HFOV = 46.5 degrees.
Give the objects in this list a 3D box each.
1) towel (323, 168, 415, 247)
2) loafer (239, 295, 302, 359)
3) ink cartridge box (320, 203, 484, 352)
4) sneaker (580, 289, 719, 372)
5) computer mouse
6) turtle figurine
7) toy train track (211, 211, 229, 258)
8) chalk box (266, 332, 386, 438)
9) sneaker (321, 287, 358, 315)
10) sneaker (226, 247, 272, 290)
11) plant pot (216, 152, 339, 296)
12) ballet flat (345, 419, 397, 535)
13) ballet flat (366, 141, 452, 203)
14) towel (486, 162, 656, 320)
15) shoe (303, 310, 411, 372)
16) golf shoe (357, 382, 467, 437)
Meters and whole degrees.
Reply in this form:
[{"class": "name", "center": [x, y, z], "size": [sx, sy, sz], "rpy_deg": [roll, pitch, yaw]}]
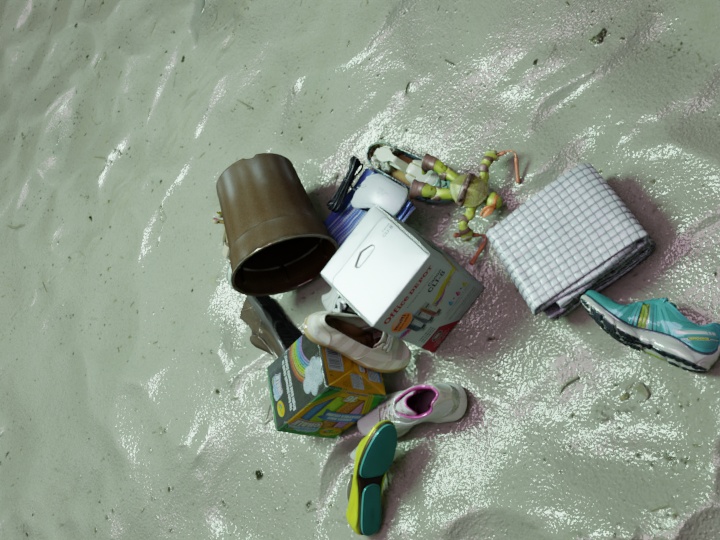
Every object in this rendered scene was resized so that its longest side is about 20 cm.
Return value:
[{"class": "towel", "center": [0.008, -0.097, 1.470], "size": [0.145, 0.024, 0.200], "rpy_deg": [-49, 31, 5]}, {"class": "loafer", "center": [-0.161, 0.122, 1.541], "size": [0.071, 0.073, 0.200], "rpy_deg": [-55, 48, 19]}, {"class": "ink cartridge box", "center": [0.069, 0.016, 1.332], "size": [0.146, 0.200, 0.145], "rpy_deg": [-52, 54, 8]}, {"class": "sneaker", "center": [0.406, 0.073, 1.174], "size": [0.199, 0.078, 0.080], "rpy_deg": [25, 80, 28]}, {"class": "computer mouse", "center": [0.011, -0.141, 1.452], "size": [0.110, 0.044, 0.200], "rpy_deg": [-58, 33, -7]}, {"class": "turtle figurine", "center": [0.164, -0.122, 1.373], "size": [0.161, 0.064, 0.201], "rpy_deg": [20, 90, 17]}, {"class": "toy train track", "center": [-0.270, -0.084, 1.643], "size": [0.200, 0.032, 0.115], "rpy_deg": [-109, 33, -57]}, {"class": "chalk box", "center": [-0.071, 0.196, 1.391], "size": [0.200, 0.123, 0.125], "rpy_deg": [-43, 46, 38]}, {"class": "sneaker", "center": [0.000, 0.000, 1.468], "size": [0.200, 0.075, 0.081], "rpy_deg": [-55, 45, 6]}, {"class": "sneaker", "center": [-0.193, -0.055, 1.623], "size": [0.085, 0.077, 0.201], "rpy_deg": [5, 84, 25]}, {"class": "plant pot", "center": [-0.162, -0.089, 1.503], "size": [0.200, 0.200, 0.199], "rpy_deg": [-31, 64, 22]}, {"class": "ballet flat", "center": [0.008, 0.323, 1.333], "size": [0.067, 0.067, 0.201], "rpy_deg": [26, 111, 53]}, {"class": "ballet flat", "center": [0.084, -0.175, 1.468], "size": [0.199, 0.074, 0.075], "rpy_deg": [27, 90, 37]}, {"class": "towel", "center": [0.314, -0.039, 1.260], "size": [0.200, 0.085, 0.166], "rpy_deg": [-38, 59, 16]}, {"class": "shoe", "center": [0.006, 0.111, 1.323], "size": [0.053, 0.199, 0.070], "rpy_deg": [-36, 42, 45]}, {"class": "golf shoe", "center": [0.068, 0.218, 1.334], "size": [0.199, 0.091, 0.076], "rpy_deg": [-24, 63, 28]}]
